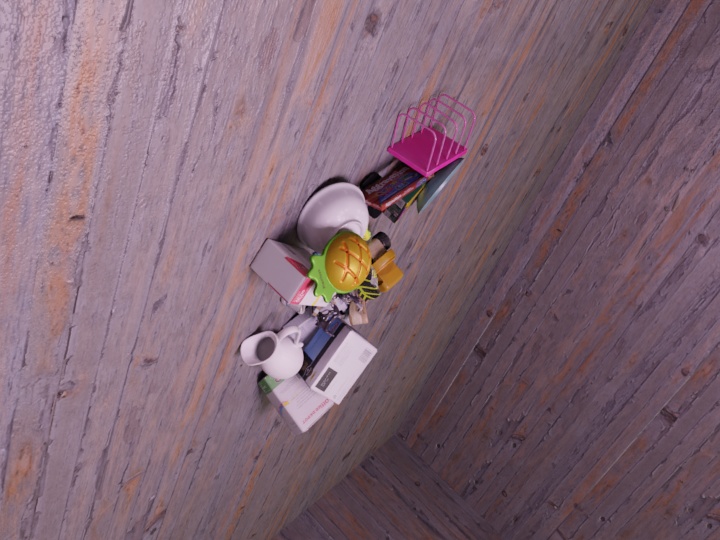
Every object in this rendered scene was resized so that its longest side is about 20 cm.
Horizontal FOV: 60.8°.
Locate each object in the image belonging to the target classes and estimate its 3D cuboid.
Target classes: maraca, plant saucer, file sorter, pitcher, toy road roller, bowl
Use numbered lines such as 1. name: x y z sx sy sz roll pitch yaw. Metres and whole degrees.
1. maraca: -0.048 -0.010 1.427 0.199 0.105 0.140 -34 109 -40
2. plant saucer: 0.217 -0.247 1.732 0.201 0.036 0.200 -50 177 -4
3. file sorter: 0.193 -0.367 1.628 0.198 0.138 0.127 -33 150 -39
4. pitcher: -0.214 0.219 1.697 0.168 0.124 0.200 -27 154 9
5. toy road roller: 0.037 -0.001 1.802 0.122 0.147 0.200 -37 176 -31
6. bowl: -0.051 -0.106 1.513 0.197 0.091 0.204 -24 140 -22

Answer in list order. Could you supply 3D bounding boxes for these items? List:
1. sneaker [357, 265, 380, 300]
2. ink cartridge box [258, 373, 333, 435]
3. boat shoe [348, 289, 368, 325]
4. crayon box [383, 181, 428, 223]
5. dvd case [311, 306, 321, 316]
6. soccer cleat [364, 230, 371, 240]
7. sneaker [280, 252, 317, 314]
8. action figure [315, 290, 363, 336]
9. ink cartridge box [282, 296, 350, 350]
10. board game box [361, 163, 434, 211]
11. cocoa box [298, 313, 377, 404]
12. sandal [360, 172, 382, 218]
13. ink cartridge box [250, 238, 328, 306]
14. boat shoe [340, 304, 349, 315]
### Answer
1. sneaker: 0.000 0.000 1.639 0.073 0.078 0.202 -12 145 6
2. ink cartridge box: -0.195 0.375 1.877 0.144 0.202 0.087 -37 178 -34
3. boat shoe: 0.003 0.077 1.892 0.072 0.063 0.205 73 17 -56
4. crayon box: 0.151 -0.240 1.771 0.173 0.058 0.200 -49 178 -13
5. dvd case: -0.081 0.016 1.711 0.203 0.016 0.149 -58 -166 12
6. soccer cleat: -0.024 -0.120 1.689 0.082 0.066 0.200 -30 163 8
7. sneaker: -0.123 0.032 1.665 0.202 0.086 0.075 -53 156 -2
8. action figure: -0.050 0.077 1.721 0.203 0.101 0.119 -58 -157 4
9. ink cartridge box: -0.122 0.163 1.859 0.198 0.043 0.198 -37 149 -9
10. board game box: 0.091 -0.223 1.604 0.198 0.102 0.020 -36 130 -28
11. cocoa box: -0.075 0.255 1.793 0.133 0.131 0.202 37 88 -37
12. sandal: 0.047 -0.205 1.704 0.076 0.043 0.201 -48 158 -8
13. ink cartridge box: -0.151 0.011 1.490 0.084 0.144 0.199 -54 158 10
14. boat shoe: -0.067 0.089 1.873 0.200 0.072 0.064 65 26 -70
